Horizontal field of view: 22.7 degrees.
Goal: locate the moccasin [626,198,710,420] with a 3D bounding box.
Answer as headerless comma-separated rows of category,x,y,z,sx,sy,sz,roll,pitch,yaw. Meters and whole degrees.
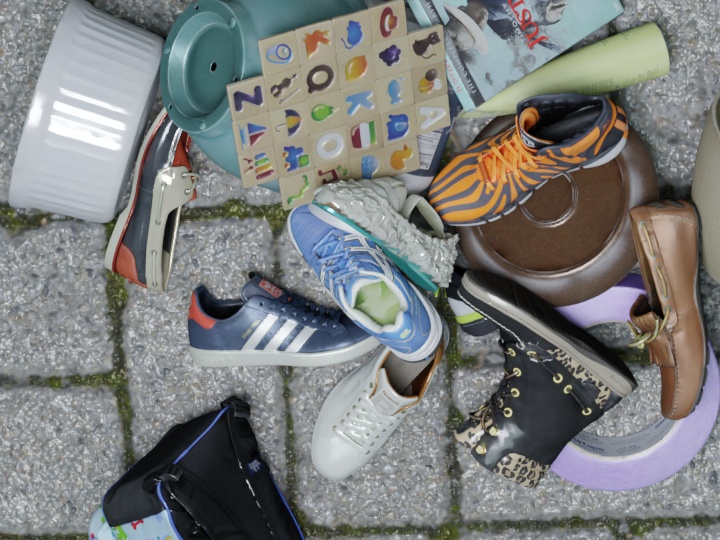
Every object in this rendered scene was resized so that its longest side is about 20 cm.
moccasin,0.272,0.038,1.624,0.077,0.074,0.203,-9,111,-6

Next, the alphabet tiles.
alphabet tiles,-0.016,-0.142,1.552,0.198,0.006,0.168,-18,125,-14

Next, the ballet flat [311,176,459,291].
ballet flat,0.027,-0.046,1.606,0.071,0.200,0.072,-14,61,27

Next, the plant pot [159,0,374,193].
plant pot,-0.095,-0.174,1.609,0.199,0.133,0.203,-7,80,45

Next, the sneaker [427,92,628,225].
sneaker,0.138,-0.110,1.609,0.199,0.112,0.078,-28,73,13

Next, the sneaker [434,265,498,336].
sneaker,0.162,-0.011,1.701,0.199,0.072,0.083,-29,97,11

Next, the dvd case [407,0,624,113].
dvd case,0.136,-0.251,1.616,0.199,0.022,0.147,-33,99,-27

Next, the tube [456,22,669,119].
tube,0.184,-0.175,1.651,0.198,0.052,0.058,-19,137,-2

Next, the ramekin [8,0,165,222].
ramekin,-0.248,-0.142,1.655,0.097,0.201,0.202,17,104,-6

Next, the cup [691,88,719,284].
cup,0.377,-0.057,1.624,0.199,0.201,0.144,25,130,0

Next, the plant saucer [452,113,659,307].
plant saucer,0.176,-0.067,1.667,0.198,0.032,0.203,-3,80,17

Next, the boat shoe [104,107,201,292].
boat shoe,-0.186,-0.076,1.721,0.062,0.071,0.202,26,109,12

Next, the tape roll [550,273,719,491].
tape roll,0.242,0.106,1.722,0.198,0.066,0.202,1,103,6

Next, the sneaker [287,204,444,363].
sneaker,0.000,0.000,1.690,0.076,0.077,0.200,-48,65,5

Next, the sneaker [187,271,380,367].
sneaker,-0.074,0.043,1.736,0.198,0.075,0.085,-4,107,7

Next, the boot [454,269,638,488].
boot,0.139,0.102,1.651,0.199,0.073,0.151,32,107,-23

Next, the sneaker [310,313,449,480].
sneaker,0.012,0.126,1.742,0.072,0.085,0.201,33,105,-4

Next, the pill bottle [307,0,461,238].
pill bottle,0.025,-0.137,1.663,0.119,0.120,0.202,21,104,1

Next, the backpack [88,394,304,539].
backpack,-0.151,0.260,1.744,0.146,0.183,0.201,-23,104,34
